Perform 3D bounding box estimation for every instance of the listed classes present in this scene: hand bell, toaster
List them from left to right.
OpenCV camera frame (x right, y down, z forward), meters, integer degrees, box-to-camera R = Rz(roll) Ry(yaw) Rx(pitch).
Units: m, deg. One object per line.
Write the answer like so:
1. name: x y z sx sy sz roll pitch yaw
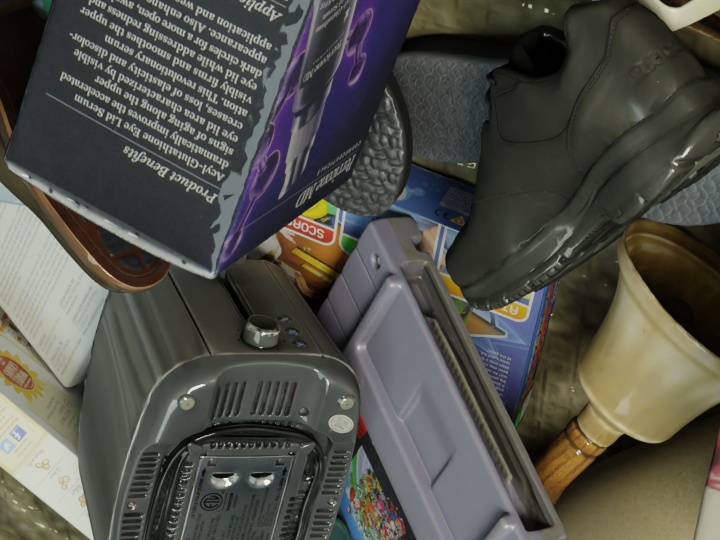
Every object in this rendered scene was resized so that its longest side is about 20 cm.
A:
1. toaster: -0.077 0.087 0.966 0.113 0.129 0.201 1 123 -21
2. hand bell: 0.102 0.083 0.914 0.104 0.104 0.200 36 116 -4

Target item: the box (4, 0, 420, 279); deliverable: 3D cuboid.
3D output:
1. box: -0.042 -0.121 0.787 0.104 0.148 0.201 28 118 12

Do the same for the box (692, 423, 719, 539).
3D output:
1. box: 0.218 0.040 0.771 0.127 0.202 0.109 11 169 21

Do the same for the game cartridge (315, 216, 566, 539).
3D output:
1. game cartridge: 0.028 0.092 0.926 0.130 0.038 0.201 -56 50 44

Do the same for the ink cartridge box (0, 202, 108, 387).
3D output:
1. ink cartridge box: -0.181 -0.055 1.047 0.200 0.050 0.162 52 143 11

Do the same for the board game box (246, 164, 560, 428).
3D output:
1. board game box: 0.000 0.000 0.997 0.199 0.035 0.136 22 136 12

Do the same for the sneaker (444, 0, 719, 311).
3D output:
1. sneaker: 0.084 -0.051 0.817 0.091 0.076 0.200 54 146 5

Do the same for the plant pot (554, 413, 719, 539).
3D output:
1. plant pot: 0.152 0.163 0.969 0.187 0.188 0.200 38 125 -6

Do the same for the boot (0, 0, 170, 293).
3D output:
1. boot: -0.159 -0.058 0.886 0.201 0.074 0.097 58 135 13

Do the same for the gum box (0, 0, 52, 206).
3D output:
1. gum box: -0.178 -0.121 0.938 0.199 0.044 0.171 9 111 29

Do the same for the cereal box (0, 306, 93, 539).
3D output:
1. cereal box: -0.153 0.096 1.101 0.200 0.144 0.040 42 101 -8

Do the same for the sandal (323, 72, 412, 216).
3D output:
1. sandal: -0.033 -0.118 0.902 0.075 0.045 0.201 -36 87 37

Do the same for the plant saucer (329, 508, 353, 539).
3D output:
1. plant saucer: -0.017 0.164 1.039 0.027 0.201 0.200 28 142 -29

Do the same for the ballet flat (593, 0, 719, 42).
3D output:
1. ballet flat: 0.144 -0.115 0.783 0.199 0.072 0.068 25 135 9

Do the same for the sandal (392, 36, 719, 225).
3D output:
1. sandal: 0.098 -0.075 0.876 0.199 0.043 0.077 17 129 31
